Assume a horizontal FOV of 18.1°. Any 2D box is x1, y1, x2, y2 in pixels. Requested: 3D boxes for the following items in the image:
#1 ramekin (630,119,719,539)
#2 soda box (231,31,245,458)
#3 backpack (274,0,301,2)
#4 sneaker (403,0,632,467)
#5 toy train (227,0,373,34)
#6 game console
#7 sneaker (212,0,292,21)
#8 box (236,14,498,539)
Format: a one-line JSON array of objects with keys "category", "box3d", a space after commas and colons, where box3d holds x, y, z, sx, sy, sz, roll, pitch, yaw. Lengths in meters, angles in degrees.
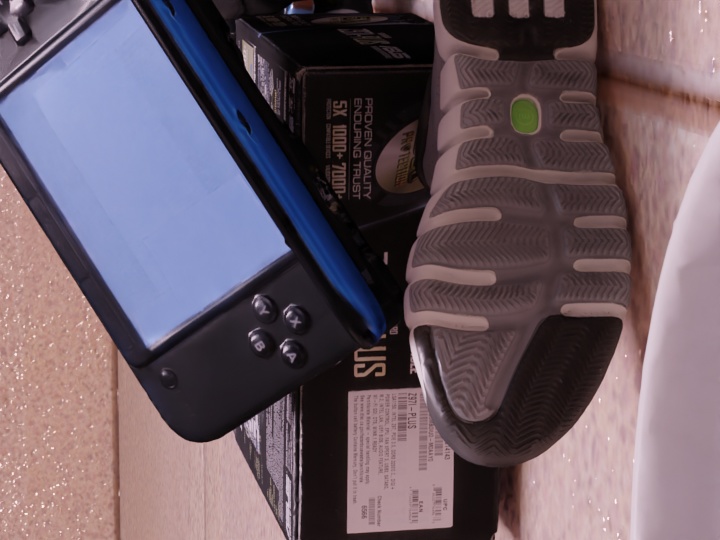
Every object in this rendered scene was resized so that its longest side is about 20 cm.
[{"category": "ramekin", "box3d": [0.118, 0.063, 0.332, 0.200, 0.104, 0.202, 178, 90, -80]}, {"category": "soda box", "box3d": [-0.054, -0.010, 1.092, 0.063, 0.070, 0.201, -54, -53, -52]}, {"category": "backpack", "box3d": [0.006, -0.176, 0.829, 0.127, 0.166, 0.200, 67, 163, 8]}, {"category": "sneaker", "box3d": [0.052, -0.014, 0.803, 0.116, 0.075, 0.201, 101, 174, -67]}, {"category": "toy train", "box3d": [-0.046, -0.166, 1.159, 0.201, 0.114, 0.087, -102, 22, -45]}, {"category": "game console", "box3d": [-0.082, -0.038, 0.804, 0.170, 0.118, 0.201, -33, 89, 34]}, {"category": "sneaker", "box3d": [-0.018, -0.165, 0.990, 0.200, 0.090, 0.076, -52, -44, -35]}, {"category": "box", "box3d": [0.000, 0.000, 0.963, 0.164, 0.086, 0.201, -135, 44, -73]}]
